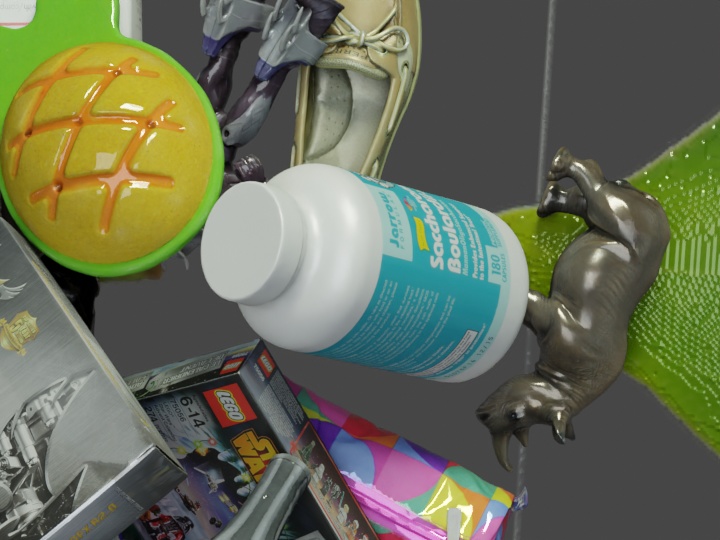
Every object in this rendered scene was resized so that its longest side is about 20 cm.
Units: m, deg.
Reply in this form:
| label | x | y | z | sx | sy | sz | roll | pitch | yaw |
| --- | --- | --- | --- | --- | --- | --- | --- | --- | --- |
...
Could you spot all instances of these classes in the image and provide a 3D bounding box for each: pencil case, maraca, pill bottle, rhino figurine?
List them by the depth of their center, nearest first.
| label | x | y | z | sx | sy | sz | roll | pitch | yaw |
| --- | --- | --- | --- | --- | --- | --- | --- | --- | --- |
| pill bottle | 0.000 | 0.000 | 1.649 | 0.110 | 0.199 | 0.112 | -12 | 73 | 42 |
| maraca | -0.161 | -0.085 | 1.659 | 0.137 | 0.107 | 0.201 | -33 | 65 | -3 |
| pencil case | 0.003 | 0.134 | 1.720 | 0.199 | 0.088 | 0.089 | 26 | 92 | 6 |
| rhino figurine | 0.127 | 0.032 | 1.723 | 0.087 | 0.060 | 0.201 | 21 | 94 | 7 |

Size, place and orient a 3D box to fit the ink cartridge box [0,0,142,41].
| label | x | y | z | sx | sy | sz | roll | pitch | yaw |
| --- | --- | --- | --- | --- | --- | --- | --- | --- | --- |
| ink cartridge box | -0.196 | -0.188 | 1.739 | 0.114 | 0.068 | 0.202 | -1 | 90 | 1 |

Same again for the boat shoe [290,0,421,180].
| label | x | y | z | sx | sy | sz | roll | pitch | yaw |
| --- | --- | --- | --- | --- | --- | --- | --- | --- | --- |
| boat shoe | -0.008 | -0.104 | 1.730 | 0.073 | 0.063 | 0.202 | 16 | 92 | 4 |

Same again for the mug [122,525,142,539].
| label | x | y | z | sx | sy | sz | roll | pitch | yaw |
| --- | --- | --- | --- | --- | --- | --- | --- | --- | --- |
| mug | -0.236 | 0.137 | 1.720 | 0.151 | 0.115 | 0.185 | -30 | 128 | 4 |

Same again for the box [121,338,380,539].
| label | x | y | z | sx | sy | sz | roll | pitch | yaw |
| --- | --- | --- | --- | --- | --- | --- | --- | --- | --- |
| box | -0.072 | 0.145 | 1.684 | 0.136 | 0.040 | 0.201 | -16 | 114 | 32 |

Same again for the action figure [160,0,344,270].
| label | x | y | z | sx | sy | sz | roll | pitch | yaw |
| --- | --- | --- | --- | --- | --- | --- | --- | --- | --- |
| action figure | -0.088 | -0.092 | 1.710 | 0.130 | 0.069 | 0.201 | 28 | 104 | 23 |

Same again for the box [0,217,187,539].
| label | x | y | z | sx | sy | sz | roll | pitch | yaw |
| --- | --- | --- | --- | --- | --- | --- | --- | --- | --- |
| box | -0.211 | 0.091 | 1.575 | 0.158 | 0.048 | 0.200 | -39 | 55 | 2 |

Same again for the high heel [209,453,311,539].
| label | x | y | z | sx | sy | sz | roll | pitch | yaw |
| --- | --- | --- | --- | --- | --- | --- | --- | --- | --- |
| high heel | -0.085 | 0.218 | 1.621 | 0.071 | 0.143 | 0.201 | 21 | 130 | 9 |

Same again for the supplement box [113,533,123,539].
| label | x | y | z | sx | sy | sz | roll | pitch | yaw |
| --- | --- | --- | --- | --- | --- | --- | --- | --- | --- |
| supplement box | -0.177 | 0.225 | 1.664 | 0.100 | 0.104 | 0.201 | -17 | 126 | -8 |

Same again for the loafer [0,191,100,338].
| label | x | y | z | sx | sy | sz | roll | pitch | yaw |
| --- | --- | --- | --- | --- | --- | --- | --- | --- | --- |
| loafer | -0.188 | 0.007 | 1.697 | 0.073 | 0.201 | 0.071 | 20 | 127 | -34 |
